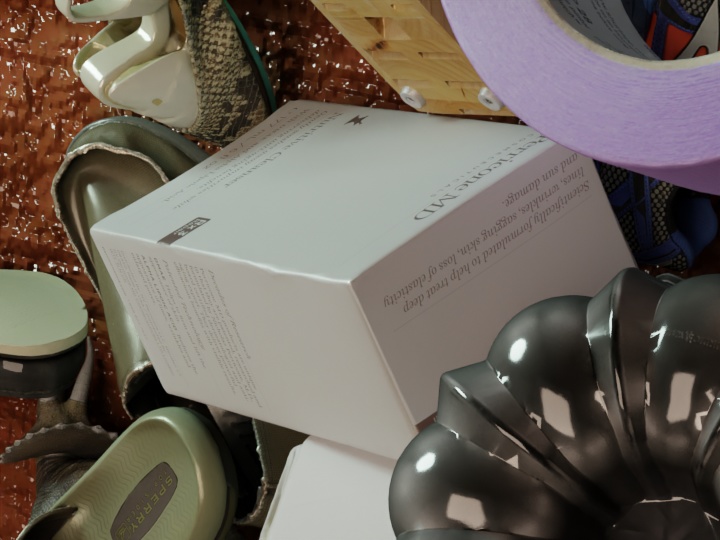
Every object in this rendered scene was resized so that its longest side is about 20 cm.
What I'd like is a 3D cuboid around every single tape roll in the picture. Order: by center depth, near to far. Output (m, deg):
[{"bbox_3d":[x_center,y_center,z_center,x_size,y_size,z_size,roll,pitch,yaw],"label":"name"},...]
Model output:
[{"bbox_3d":[0.120,-0.127,0.968,0.200,0.066,0.201,-6,79,34],"label":"tape roll"}]

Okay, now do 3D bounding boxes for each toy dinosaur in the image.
[{"bbox_3d":[-0.093,0.123,1.272,0.200,0.077,0.103,34,125,29],"label":"toy dinosaur"}]

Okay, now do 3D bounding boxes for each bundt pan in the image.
[{"bbox_3d":[0.094,0.088,0.931,0.201,0.076,0.203,-6,71,19],"label":"bundt pan"}]

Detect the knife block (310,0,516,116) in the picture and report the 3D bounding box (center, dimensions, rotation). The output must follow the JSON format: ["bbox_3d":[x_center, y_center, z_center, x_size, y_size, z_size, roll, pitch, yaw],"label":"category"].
[{"bbox_3d":[0.030,-0.176,1.065,0.064,0.176,0.200,8,149,52],"label":"knife block"}]

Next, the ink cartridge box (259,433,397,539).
[{"bbox_3d":[0.068,0.147,1.085,0.146,0.084,0.200,-14,122,25],"label":"ink cartridge box"}]

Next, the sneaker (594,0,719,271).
[{"bbox_3d":[0.129,-0.084,1.073,0.078,0.075,0.200,35,127,16],"label":"sneaker"}]

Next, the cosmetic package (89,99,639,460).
[{"bbox_3d":[0.000,0.000,1.103,0.200,0.113,0.081,7,126,57],"label":"cosmetic package"}]

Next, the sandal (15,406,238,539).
[{"bbox_3d":[-0.123,0.134,1.209,0.080,0.057,0.201,45,117,26],"label":"sandal"}]

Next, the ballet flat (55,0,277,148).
[{"bbox_3d":[-0.086,-0.112,1.164,0.068,0.075,0.200,28,144,36],"label":"ballet flat"}]

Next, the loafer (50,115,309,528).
[{"bbox_3d":[-0.069,0.023,1.234,0.075,0.070,0.200,-44,74,34],"label":"loafer"}]

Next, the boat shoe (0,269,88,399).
[{"bbox_3d":[-0.179,0.031,1.303,0.201,0.074,0.063,11,110,51],"label":"boat shoe"}]
